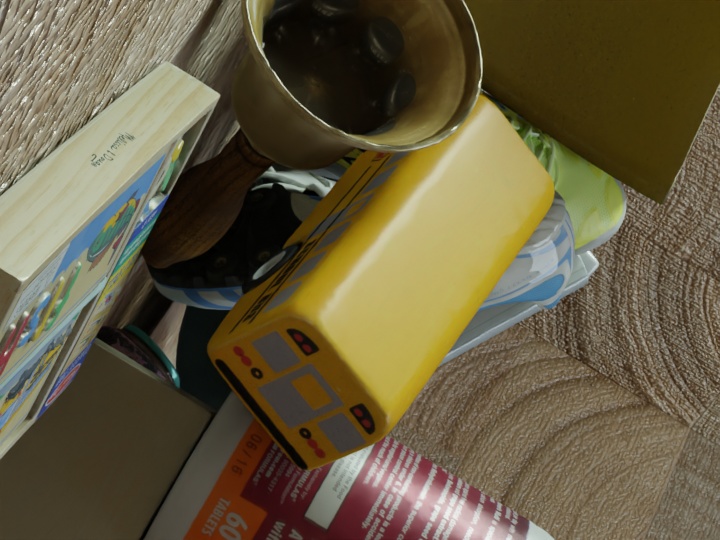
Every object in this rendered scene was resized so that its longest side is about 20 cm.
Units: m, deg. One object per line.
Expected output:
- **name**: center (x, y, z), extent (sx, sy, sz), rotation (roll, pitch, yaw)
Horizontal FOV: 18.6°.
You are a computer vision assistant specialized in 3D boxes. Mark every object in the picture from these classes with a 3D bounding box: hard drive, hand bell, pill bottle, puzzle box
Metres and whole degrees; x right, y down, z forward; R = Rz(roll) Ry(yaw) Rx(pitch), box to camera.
- **hard drive**: center (0.013, 0.051, 1.139), extent (0.199, 0.027, 0.132), rotation (-29, 177, -15)
- **hand bell**: center (-0.043, -0.049, 0.911), extent (0.200, 0.104, 0.104), rotation (-43, -169, 51)
- **pill bottle**: center (0.014, 0.133, 0.899), extent (0.110, 0.199, 0.110), rotation (-59, 178, -3)
- **puzzle box**: center (-0.110, 0.017, 0.712), extent (0.133, 0.025, 0.200), rotation (-60, 179, 24)

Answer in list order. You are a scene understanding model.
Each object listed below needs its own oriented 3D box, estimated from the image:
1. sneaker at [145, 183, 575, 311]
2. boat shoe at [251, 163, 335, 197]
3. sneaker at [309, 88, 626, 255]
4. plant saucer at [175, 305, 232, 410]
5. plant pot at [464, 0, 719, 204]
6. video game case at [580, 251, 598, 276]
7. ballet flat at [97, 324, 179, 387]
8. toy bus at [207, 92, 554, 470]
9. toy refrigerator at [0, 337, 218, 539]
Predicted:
- **sneaker**: center (0.000, 0.000, 1.014), extent (0.072, 0.198, 0.073), rotation (-84, 168, -49)
- **boat shoe**: center (-0.043, -0.030, 1.158), extent (0.075, 0.086, 0.202), rotation (-52, -151, 7)
- **sneaker**: center (0.046, -0.054, 1.046), extent (0.076, 0.199, 0.076), rotation (-12, -118, 63)
- **plant saucer**: center (-0.027, 0.001, 1.238), extent (0.201, 0.039, 0.202), rotation (-38, -148, 29)
- **plant pot**: center (0.099, -0.164, 1.021), extent (0.200, 0.175, 0.201), rotation (-54, 168, -82)
- **video game case**: center (0.054, -0.070, 1.242), extent (0.024, 0.200, 0.182), rotation (-42, 179, 2)
- **ballet flat**: center (-0.120, 0.078, 1.062), extent (0.071, 0.069, 0.200), rotation (-41, 171, -11)
- **toy bus**: center (0.016, -0.008, 0.885), extent (0.078, 0.065, 0.200), rotation (-28, -163, 44)
- **toy refrigerator**: center (-0.140, 0.125, 0.894), extent (0.201, 0.076, 0.070), rotation (-60, 179, -4)
